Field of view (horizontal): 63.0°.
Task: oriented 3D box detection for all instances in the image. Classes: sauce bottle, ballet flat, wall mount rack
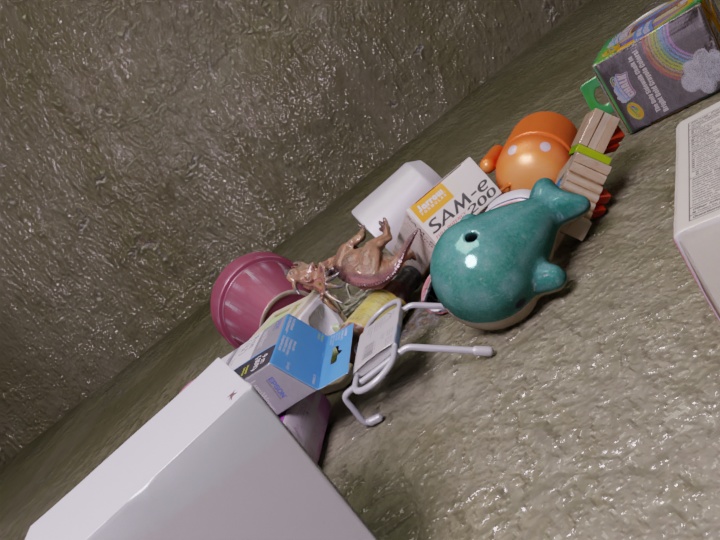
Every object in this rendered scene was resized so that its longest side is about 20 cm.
[{"bbox_3d":[0.035,0.057,0.865,0.065,0.067,0.200,-25,15,43],"label":"sauce bottle"},{"bbox_3d":[-0.015,0.055,1.016,0.198,0.072,0.072,-36,13,12],"label":"ballet flat"},{"bbox_3d":[0.061,0.089,0.689,0.173,0.075,0.201,-38,12,18],"label":"wall mount rack"}]

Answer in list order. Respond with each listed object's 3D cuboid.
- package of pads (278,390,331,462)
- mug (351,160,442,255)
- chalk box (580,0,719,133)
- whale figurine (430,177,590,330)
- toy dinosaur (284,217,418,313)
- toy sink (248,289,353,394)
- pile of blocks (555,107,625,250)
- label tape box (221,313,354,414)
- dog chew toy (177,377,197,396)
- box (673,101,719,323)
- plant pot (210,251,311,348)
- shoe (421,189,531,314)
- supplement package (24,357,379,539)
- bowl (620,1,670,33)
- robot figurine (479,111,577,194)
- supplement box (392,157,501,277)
[{"bbox_3d":[-0.106,0.218,0.684,0.120,0.076,0.201,-35,13,16],"label":"package of pads"},{"bbox_3d":[0.085,-0.114,1.073,0.154,0.149,0.187,-48,7,6],"label":"mug"},{"bbox_3d":[0.434,-0.302,0.879,0.198,0.125,0.124,-23,19,45],"label":"chalk box"},{"bbox_3d":[0.162,-0.033,0.652,0.200,0.104,0.159,-44,45,-4],"label":"whale figurine"},{"bbox_3d":[0.000,0.000,0.849,0.197,0.087,0.136,-8,31,38],"label":"toy dinosaur"},{"bbox_3d":[-0.086,0.113,0.902,0.198,0.113,0.131,-25,18,44],"label":"toy sink"},{"bbox_3d":[0.284,-0.107,0.741,0.082,0.061,0.203,90,-156,-76],"label":"pile of blocks"},{"bbox_3d":[-0.108,0.119,0.719,0.198,0.064,0.145,-34,14,11],"label":"label tape box"},{"bbox_3d":[-0.219,0.240,0.838,0.123,0.125,0.201,-34,22,14],"label":"dog chew toy"},{"bbox_3d":[0.306,-0.055,0.413,0.127,0.110,0.201,-27,17,40],"label":"box"},{"bbox_3d":[-0.163,0.077,1.103,0.199,0.202,0.178,-41,28,-16],"label":"plant pot"},{"bbox_3d":[0.155,-0.017,0.762,0.200,0.071,0.091,-43,8,44],"label":"shoe"},{"bbox_3d":[-0.101,0.209,0.421,0.191,0.201,0.147,-41,14,-17],"label":"supplement package"},{"bbox_3d":[0.537,-0.417,1.068,0.200,0.091,0.201,-37,13,10],"label":"bowl"},{"bbox_3d":[0.268,-0.164,0.878,0.117,0.143,0.201,-54,-1,41],"label":"robot figurine"},{"bbox_3d":[0.125,-0.070,0.898,0.126,0.074,0.200,-40,-9,-11],"label":"supplement box"}]
